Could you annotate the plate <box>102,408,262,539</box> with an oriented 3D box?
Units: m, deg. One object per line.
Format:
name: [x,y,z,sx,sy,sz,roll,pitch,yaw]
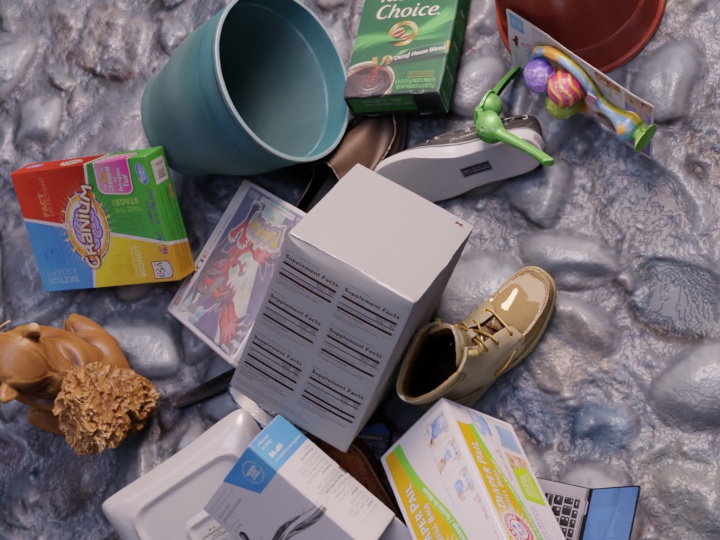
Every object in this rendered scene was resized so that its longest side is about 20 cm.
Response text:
plate: [-0.152,0.285,1.726,0.199,0.032,0.201,-34,91,7]

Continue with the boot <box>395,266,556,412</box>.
boot: [0.121,0.068,1.665,0.200,0.155,0.073,-47,70,3]

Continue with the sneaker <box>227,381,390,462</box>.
sneaker: [-0.053,0.161,1.758,0.199,0.077,0.085,29,78,17]

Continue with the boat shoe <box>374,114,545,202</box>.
boat shoe: [0.112,-0.127,1.792,0.199,0.069,0.057,-11,39,18]

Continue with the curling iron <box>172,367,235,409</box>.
curling iron: [-0.131,0.116,1.810,0.199,0.050,0.026,-21,94,22]

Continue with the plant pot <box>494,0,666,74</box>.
plant pot: [0.219,-0.339,1.741,0.199,0.195,0.202,-6,71,19]

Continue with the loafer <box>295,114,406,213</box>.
loafer: [-0.014,-0.111,1.823,0.073,0.071,0.201,26,83,25]

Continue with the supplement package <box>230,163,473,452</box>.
supplement package: [-0.008,0.035,1.647,0.147,0.191,0.201,29,122,8]

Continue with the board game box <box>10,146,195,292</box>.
board game box: [-0.303,-0.058,1.872,0.199,0.040,0.154,-5,107,28]

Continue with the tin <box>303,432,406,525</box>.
tin: [-0.011,0.260,1.679,0.112,0.042,0.201,-29,92,14]

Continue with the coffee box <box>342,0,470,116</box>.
coffee box: [0.056,-0.270,1.837,0.122,0.044,0.201,0,58,22]

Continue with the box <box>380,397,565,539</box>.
box: [0.117,0.244,1.594,0.101,0.112,0.201,-46,43,23]

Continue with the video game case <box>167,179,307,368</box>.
video game case: [-0.132,0.000,1.797,0.183,0.023,0.200,-59,32,0]

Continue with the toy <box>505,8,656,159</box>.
toy: [0.227,-0.189,1.723,0.200,0.115,0.047,35,76,21]

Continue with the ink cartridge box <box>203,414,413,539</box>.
ink cartridge box: [-0.048,0.258,1.619,0.200,0.067,0.116,40,127,5]

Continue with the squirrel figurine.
squirrel figurine: [-0.332,0.123,1.803,0.199,0.187,0.142,26,83,25]

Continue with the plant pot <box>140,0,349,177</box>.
plant pot: [-0.147,-0.195,1.828,0.187,0.199,0.201,-18,65,42]

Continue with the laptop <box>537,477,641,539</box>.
laptop: [0.176,0.296,1.597,0.199,0.116,0.188,10,76,23]

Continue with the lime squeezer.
lime squeezer: [0.156,-0.173,1.742,0.070,0.038,0.200,-16,36,5]
